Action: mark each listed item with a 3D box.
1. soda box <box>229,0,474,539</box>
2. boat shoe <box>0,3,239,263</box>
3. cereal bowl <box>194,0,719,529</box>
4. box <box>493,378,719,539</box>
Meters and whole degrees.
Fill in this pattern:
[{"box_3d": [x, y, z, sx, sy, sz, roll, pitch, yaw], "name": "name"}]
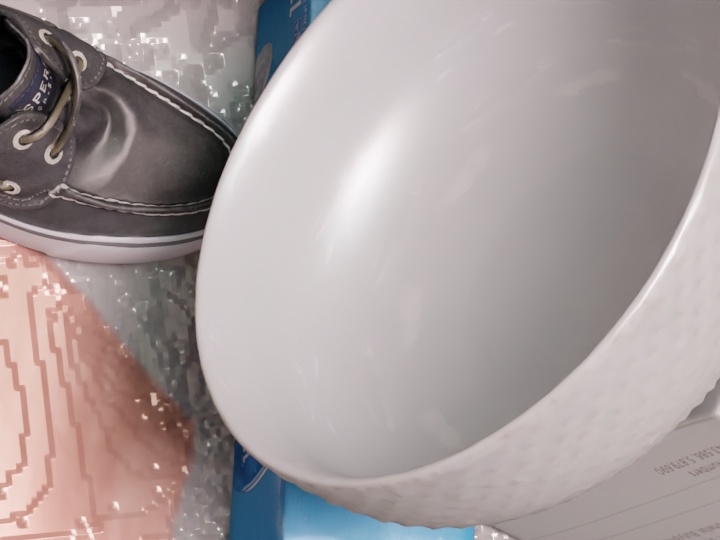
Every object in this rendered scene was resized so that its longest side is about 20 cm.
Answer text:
[{"box_3d": [0.000, 0.000, 0.872, 0.068, 0.064, 0.201, 7, 75, -19], "name": "soda box"}, {"box_3d": [-0.121, -0.058, 0.835, 0.199, 0.066, 0.070, 22, 71, -16], "name": "boat shoe"}, {"box_3d": [0.050, -0.012, 0.767, 0.083, 0.200, 0.201, 34, 66, -38], "name": "cereal bowl"}, {"box_3d": [0.156, 0.007, 0.861, 0.130, 0.200, 0.199, 28, 69, -12], "name": "box"}]
